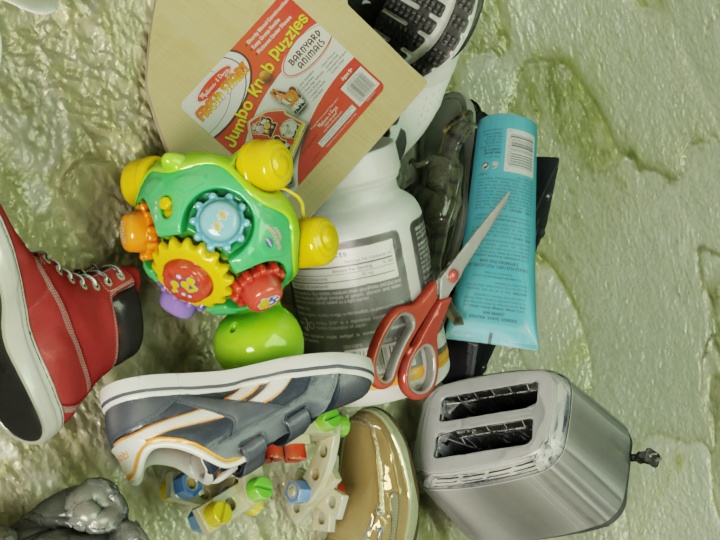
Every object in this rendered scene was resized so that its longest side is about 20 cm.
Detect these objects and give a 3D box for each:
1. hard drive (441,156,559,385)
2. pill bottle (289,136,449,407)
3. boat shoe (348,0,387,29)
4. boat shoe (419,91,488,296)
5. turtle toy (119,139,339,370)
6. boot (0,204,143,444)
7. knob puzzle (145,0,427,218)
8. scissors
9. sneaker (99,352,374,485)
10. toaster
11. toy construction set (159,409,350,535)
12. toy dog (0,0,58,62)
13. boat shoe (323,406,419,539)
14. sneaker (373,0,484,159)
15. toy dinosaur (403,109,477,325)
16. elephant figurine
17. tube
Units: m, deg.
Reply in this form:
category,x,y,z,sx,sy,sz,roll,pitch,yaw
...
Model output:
category,x,y,z,sx,sy,sz,roll,pitch,yaw
hard drive,0.120,0.004,1.836,0.135,0.042,0.200,92,21,-62
pill bottle,0.000,0.000,1.682,0.116,0.116,0.200,-25,108,-48
boat shoe,0.028,-0.233,1.752,0.200,0.073,0.075,-14,100,-49
boat shoe,0.084,-0.055,1.816,0.060,0.076,0.200,26,70,-41
turtle toy,-0.098,-0.005,1.536,0.200,0.146,0.101,59,40,-31
boot,-0.220,0.001,1.459,0.144,0.072,0.200,-46,131,-41
knob puzzle,-0.079,-0.146,1.605,0.220,0.030,0.220,2,82,-15
scissors,0.062,0.010,1.649,0.073,0.014,0.200,34,73,-34
sneaker,-0.083,0.110,1.505,0.200,0.078,0.079,-8,71,-12
toaster,0.140,0.157,1.782,0.129,0.200,0.114,42,49,-42
toy construction set,-0.068,0.143,1.616,0.200,0.092,0.131,16,61,-55
toy dog,-0.222,-0.223,1.435,0.200,0.096,0.132,-52,127,-37
boat shoe,0.003,0.215,1.725,0.076,0.072,0.200,-12,99,-38
sneaker,0.041,-0.166,1.724,0.200,0.074,0.080,-56,160,24
toy dinosaur,0.054,-0.044,1.758,0.047,0.088,0.200,24,63,-42
elephant figurine,-0.240,0.224,1.393,0.200,0.155,0.142,-24,72,-22
tube,0.117,-0.032,1.755,0.050,0.077,0.200,91,5,-69
